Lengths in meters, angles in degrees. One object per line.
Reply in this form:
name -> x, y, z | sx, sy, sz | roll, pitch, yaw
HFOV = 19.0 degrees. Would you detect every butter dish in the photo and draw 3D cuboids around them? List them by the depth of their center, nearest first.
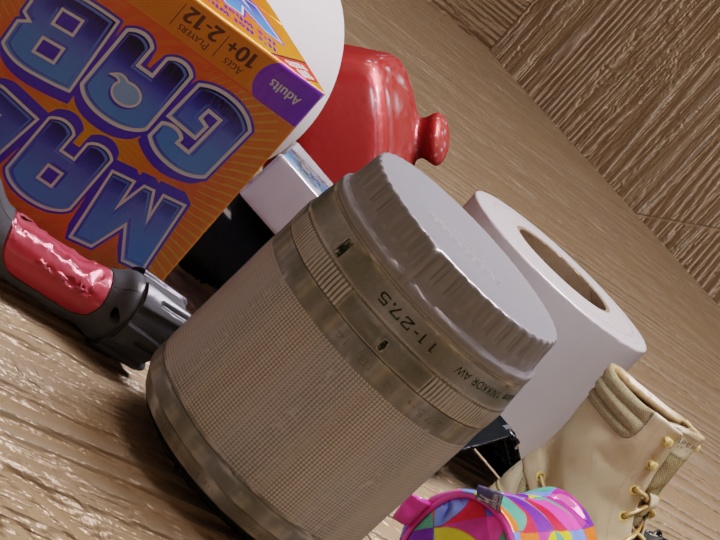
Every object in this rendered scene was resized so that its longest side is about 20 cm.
butter dish -> 0.001, -0.111, 1.805 | 0.147, 0.201, 0.200 | 1, 5, 10

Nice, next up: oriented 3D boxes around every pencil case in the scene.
pencil case -> 0.092, 0.180, 1.411 | 0.088, 0.088, 0.200 | 47, 11, 21

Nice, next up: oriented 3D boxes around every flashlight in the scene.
flashlight -> -0.182, -0.012, 1.225 | 0.200, 0.068, 0.068 | 35, 13, -31

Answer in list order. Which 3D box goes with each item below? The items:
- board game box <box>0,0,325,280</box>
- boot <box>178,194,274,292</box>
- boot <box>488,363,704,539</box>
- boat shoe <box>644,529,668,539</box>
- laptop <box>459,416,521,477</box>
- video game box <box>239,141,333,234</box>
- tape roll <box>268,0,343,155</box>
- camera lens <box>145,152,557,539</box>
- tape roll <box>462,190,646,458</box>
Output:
board game box -> -0.180, -0.128, 1.318 | 0.200, 0.200, 0.200 | 34, 14, -32
boot -> -0.078, 0.010, 1.463 | 0.168, 0.076, 0.200 | 47, 8, 12
boot -> 0.202, 0.183, 1.575 | 0.200, 0.156, 0.073 | 49, 13, 29
boat shoe -> 0.229, 0.239, 1.711 | 0.069, 0.057, 0.200 | 36, 13, -27
laptop -> 0.032, 0.106, 1.659 | 0.177, 0.103, 0.200 | 50, -12, 30
video game box -> 0.000, 0.000, 1.523 | 0.200, 0.047, 0.182 | 49, 3, -3
tape roll -> -0.131, -0.187, 1.657 | 0.203, 0.203, 0.139 | 47, 12, 23
camera lens -> -0.009, 0.053, 1.215 | 0.160, 0.200, 0.160 | 44, 13, -13
tape roll -> 0.129, 0.048, 1.865 | 0.203, 0.139, 0.203 | 40, 12, -11
